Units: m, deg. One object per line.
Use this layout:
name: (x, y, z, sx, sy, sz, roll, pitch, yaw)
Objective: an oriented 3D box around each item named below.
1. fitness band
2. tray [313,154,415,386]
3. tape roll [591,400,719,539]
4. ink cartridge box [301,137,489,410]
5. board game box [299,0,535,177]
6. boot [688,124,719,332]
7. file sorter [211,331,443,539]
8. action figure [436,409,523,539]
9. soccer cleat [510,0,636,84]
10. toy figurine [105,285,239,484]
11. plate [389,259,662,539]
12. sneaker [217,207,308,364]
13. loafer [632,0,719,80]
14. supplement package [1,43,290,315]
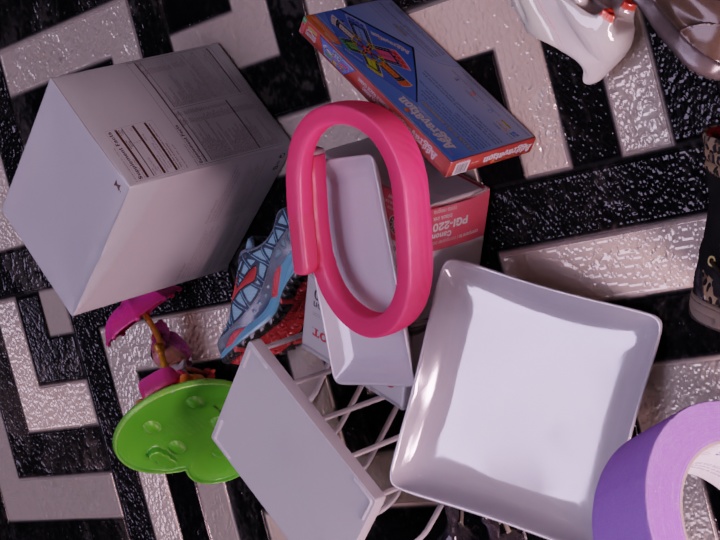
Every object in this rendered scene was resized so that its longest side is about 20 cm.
fitness band: (0.000, -0.043, 1.570, 0.143, 0.037, 0.202, 10, 112, 43)
tray: (0.000, 0.000, 1.625, 0.107, 0.022, 0.202, -2, 102, 47)
tape roll: (0.267, 0.201, 1.380, 0.066, 0.199, 0.201, -39, 74, 49)
ink cartridge box: (0.028, 0.001, 1.676, 0.145, 0.084, 0.202, 29, 126, 40)
board game box: (0.047, -0.157, 1.581, 0.200, 0.102, 0.020, 47, 134, 27)
boot: (0.318, -0.020, 1.346, 0.199, 0.073, 0.152, 18, 117, 51)
file sorter: (-0.022, 0.166, 1.760, 0.200, 0.124, 0.139, 49, 136, 26)
action figure: (0.103, 0.170, 1.636, 0.118, 0.102, 0.202, 16, 117, 30)
soccer cleat: (0.135, -0.231, 1.483, 0.200, 0.069, 0.078, 50, 138, 21)
toy figurine: (-0.191, 0.102, 1.948, 0.149, 0.200, 0.185, -30, 54, 10)
plate: (0.137, 0.110, 1.557, 0.198, 0.032, 0.202, 15, 93, 24)
sneaker: (-0.083, 0.013, 1.831, 0.200, 0.079, 0.096, -50, 52, 38)
loafer: (0.225, -0.231, 1.385, 0.200, 0.073, 0.071, 50, 125, 18)
supplement package: (-0.209, -0.090, 1.825, 0.147, 0.199, 0.192, 52, 136, 22)
